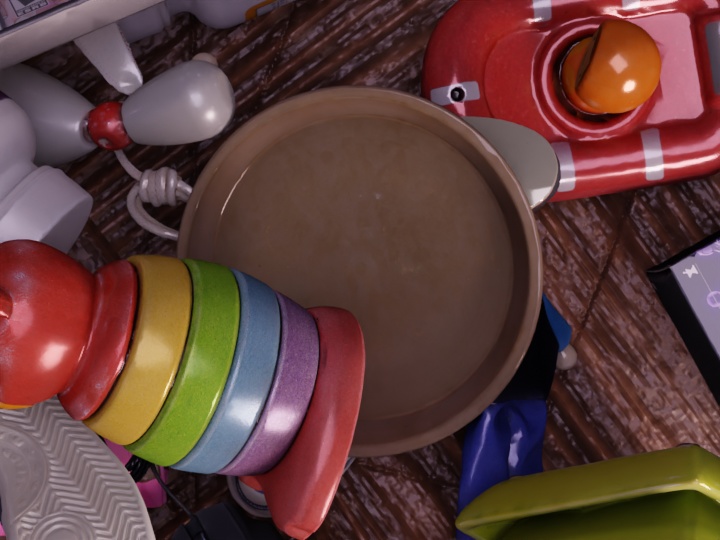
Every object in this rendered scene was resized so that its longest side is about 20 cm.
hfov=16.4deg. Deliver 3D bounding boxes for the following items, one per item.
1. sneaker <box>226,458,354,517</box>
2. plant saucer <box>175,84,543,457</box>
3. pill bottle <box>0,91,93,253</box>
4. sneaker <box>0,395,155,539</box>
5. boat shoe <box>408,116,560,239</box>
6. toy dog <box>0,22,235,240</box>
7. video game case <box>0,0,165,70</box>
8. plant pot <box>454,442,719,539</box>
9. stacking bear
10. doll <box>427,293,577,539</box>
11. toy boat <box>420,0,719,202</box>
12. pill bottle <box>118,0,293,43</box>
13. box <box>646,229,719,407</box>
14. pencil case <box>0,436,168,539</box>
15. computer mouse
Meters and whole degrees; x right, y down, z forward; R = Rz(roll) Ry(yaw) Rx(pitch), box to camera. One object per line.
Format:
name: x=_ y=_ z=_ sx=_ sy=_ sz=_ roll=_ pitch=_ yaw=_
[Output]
sneaker: x=0.002 y=0.060 z=1.413 sx=0.075 sy=0.088 sz=0.200 roll=37 pitch=84 yaw=0
plant saucer: x=0.000 y=0.000 z=1.340 sx=0.199 sy=0.029 sz=0.201 roll=1 pitch=97 yaw=10
pill bottle: x=-0.242 y=-0.066 z=1.303 sx=0.200 sy=0.112 sz=0.112 roll=38 pitch=85 yaw=4
sneaker: x=-0.158 y=0.120 z=1.301 sx=0.075 sy=0.085 sz=0.200 roll=-22 pitch=61 yaw=-12
boat shoe: x=0.023 y=-0.033 z=1.395 sx=0.199 sy=0.063 sz=0.071 roll=-15 pitch=64 yaw=20
toy dog: x=-0.159 y=-0.098 z=1.394 sx=0.199 sy=0.132 sz=0.097 roll=8 pitch=50 yaw=8
video game case: x=-0.148 y=-0.198 z=1.334 sx=0.199 sy=0.026 sz=0.181 roll=-24 pitch=48 yaw=-8
plant pot: x=0.159 y=0.208 z=1.331 sx=0.199 sy=0.200 sz=0.182 roll=29 pitch=58 yaw=-37
stacking bear: x=-0.109 y=0.044 z=1.247 sx=0.199 sy=0.121 sz=0.114 roll=18 pitch=98 yaw=-23
doll: x=0.078 y=0.064 z=1.413 sx=0.048 sy=0.136 sz=0.201 roll=3 pitch=92 yaw=38
toy boat: x=0.134 y=-0.110 z=1.409 sx=0.199 sy=0.131 sz=0.131 roll=-9 pitch=88 yaw=-5
pill bottle: x=-0.058 y=-0.204 z=1.409 sx=0.199 sy=0.111 sz=0.111 roll=-24 pitch=89 yaw=-5
box: x=0.277 y=0.053 z=1.440 sx=0.141 sy=0.079 sz=0.200 roll=-29 pitch=90 yaw=-2
pencil case: x=-0.201 y=0.132 z=1.398 sx=0.199 sy=0.094 sz=0.091 roll=-24 pitch=45 yaw=-5
computer mouse: x=-0.094 y=0.124 z=1.314 sx=0.059 sy=0.034 sz=0.200 roll=-44 pitch=64 yaw=4
